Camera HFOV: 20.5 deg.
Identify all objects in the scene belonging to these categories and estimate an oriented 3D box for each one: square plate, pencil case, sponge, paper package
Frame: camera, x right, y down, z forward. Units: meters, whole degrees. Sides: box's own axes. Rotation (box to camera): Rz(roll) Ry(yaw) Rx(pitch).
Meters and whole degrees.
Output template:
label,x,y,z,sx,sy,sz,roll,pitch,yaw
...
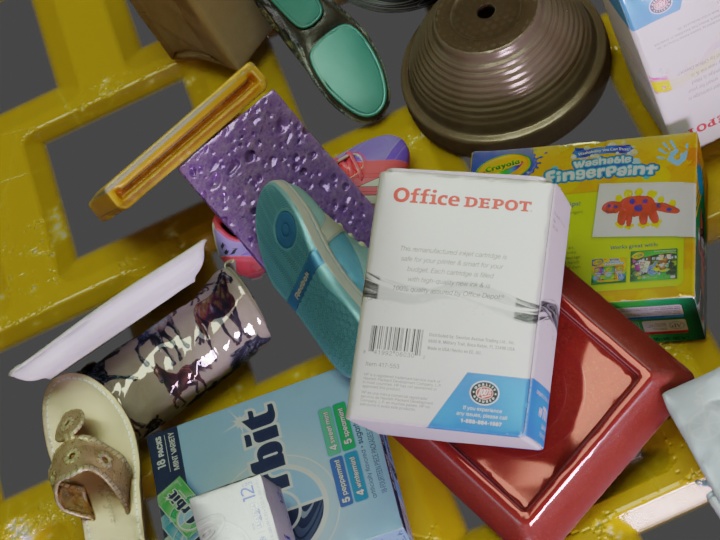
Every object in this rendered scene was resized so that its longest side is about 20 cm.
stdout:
label,x,y,z,sx,sy,sz,roll,pitch,yaw
square plate,-0.214,0.040,1.748,0.199,0.198,0.029,-34,91,-5
pencil case,-0.170,0.078,1.745,0.199,0.078,0.090,-36,80,-5
sponge,-0.055,-0.049,1.753,0.111,0.030,0.200,-41,91,-8
paper package,-0.140,-0.330,1.943,0.103,0.191,0.201,13,60,40

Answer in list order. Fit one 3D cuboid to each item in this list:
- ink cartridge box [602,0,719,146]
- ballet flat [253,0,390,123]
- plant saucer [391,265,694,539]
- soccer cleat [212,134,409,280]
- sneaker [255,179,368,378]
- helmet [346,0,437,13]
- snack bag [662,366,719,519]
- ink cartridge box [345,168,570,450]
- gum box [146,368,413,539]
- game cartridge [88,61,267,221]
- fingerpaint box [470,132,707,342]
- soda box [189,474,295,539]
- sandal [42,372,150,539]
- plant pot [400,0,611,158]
label,x,y,z,sx,sy,sz,roll,pitch,yaw
ink cartridge box,0.289,-0.210,1.713,0.128,0.201,0.126,-24,34,3
ballet flat,-0.038,-0.224,1.903,0.072,0.072,0.201,-36,85,-6
plant saucer,0.130,0.097,1.592,0.200,0.037,0.200,41,92,23
soccer cleat,-0.044,-0.067,1.800,0.199,0.077,0.067,-33,52,-3
sneaker,0.000,0.000,1.711,0.130,0.080,0.201,-12,60,-38
helmet,0.024,-0.345,1.895,0.190,0.201,0.201,-24,52,-6
snack bag,0.342,0.130,1.497,0.188,0.021,0.201,-27,54,1
ink cartridge box,0.080,0.031,1.559,0.145,0.086,0.202,5,78,18
gum box,-0.069,0.184,1.657,0.199,0.045,0.171,-20,53,5
game cartridge,-0.171,-0.113,1.828,0.176,0.200,0.032,-42,95,-10
fingerpaint box,0.192,-0.023,1.685,0.198,0.073,0.168,-5,56,17
soda box,-0.072,0.266,1.549,0.063,0.068,0.201,-19,73,6
sandal,-0.220,0.180,1.649,0.077,0.070,0.213,-18,78,5
plant pot,0.125,-0.209,1.827,0.199,0.093,0.202,-11,54,14
